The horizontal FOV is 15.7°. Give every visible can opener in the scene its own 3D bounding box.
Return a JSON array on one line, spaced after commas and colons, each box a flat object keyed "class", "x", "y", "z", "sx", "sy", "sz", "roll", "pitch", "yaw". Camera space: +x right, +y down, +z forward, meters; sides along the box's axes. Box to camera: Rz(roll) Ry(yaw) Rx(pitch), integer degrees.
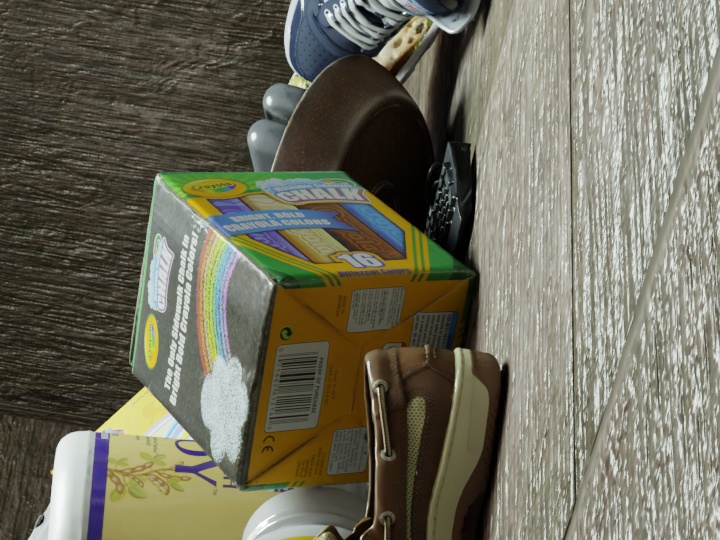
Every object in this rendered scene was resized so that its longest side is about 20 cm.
[{"class": "can opener", "x": -0.055, "y": -0.053, "z": 1.644, "sx": 0.200, "sy": 0.067, "sz": 0.054, "roll": 79, "pitch": -149, "yaw": -63}]

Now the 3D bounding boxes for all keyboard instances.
[{"class": "keyboard", "x": 0.038, "y": 0.014, "z": 1.529, "sx": 0.127, "sy": 0.020, "sz": 0.201, "roll": -88, "pitch": 9, "yaw": -59}]

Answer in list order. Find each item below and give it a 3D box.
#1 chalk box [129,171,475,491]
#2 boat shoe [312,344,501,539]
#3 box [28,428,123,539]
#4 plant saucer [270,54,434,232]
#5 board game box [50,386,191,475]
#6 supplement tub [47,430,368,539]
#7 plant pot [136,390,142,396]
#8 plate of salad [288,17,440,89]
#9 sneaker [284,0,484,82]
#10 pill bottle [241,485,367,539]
[{"class": "chalk box", "x": -0.045, "y": 0.020, "z": 1.433, "sx": 0.200, "sy": 0.123, "sz": 0.125, "roll": 42, "pitch": 128, "yaw": 54}, {"class": "boat shoe", "x": 0.013, "y": 0.134, "z": 1.196, "sx": 0.075, "sy": 0.074, "sz": 0.204, "roll": 123, "pitch": 156, "yaw": -81}, {"class": "box", "x": -0.178, "y": 0.234, "z": 1.661, "sx": 0.200, "sy": 0.096, "sz": 0.177, "roll": -60, "pitch": -7, "yaw": -50}, {"class": "plant saucer", "x": -0.001, "y": -0.029, "z": 1.587, "sx": 0.200, "sy": 0.034, "sz": 0.201, "roll": -37, "pitch": -48, "yaw": -55}, {"class": "board game box", "x": -0.110, "y": 0.127, "z": 1.908, "sx": 0.200, "sy": 0.134, "sz": 0.034, "roll": -43, "pitch": -33, "yaw": -10}, {"class": "supplement tub", "x": -0.081, "y": 0.171, "z": 1.501, "sx": 0.145, "sy": 0.199, "sz": 0.146, "roll": -175, "pitch": 90, "yaw": -84}, {"class": "plant pot", "x": -0.089, "y": 0.181, "z": 1.998, "sx": 0.134, "sy": 0.199, "sz": 0.201, "roll": 42, "pitch": 130, "yaw": 44}, {"class": "plate of salad", "x": -0.001, "y": -0.159, "z": 1.752, "sx": 0.200, "sy": 0.048, "sz": 0.200, "roll": -44, "pitch": 23, "yaw": 24}, {"class": "sneaker", "x": 0.015, "y": -0.165, "z": 1.593, "sx": 0.200, "sy": 0.070, "sz": 0.109, "roll": -48, "pitch": 26, "yaw": 34}, {"class": "pill bottle", "x": -0.025, "y": 0.202, "z": 1.315, "sx": 0.200, "sy": 0.112, "sz": 0.113, "roll": -86, "pitch": 7, "yaw": -58}]
